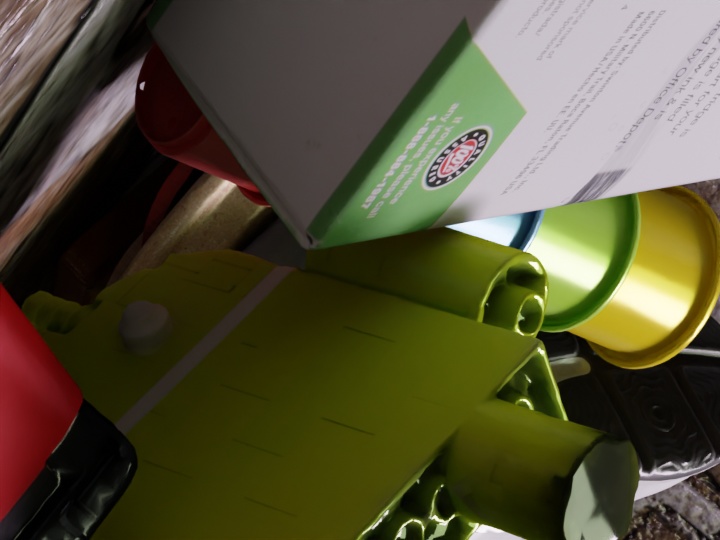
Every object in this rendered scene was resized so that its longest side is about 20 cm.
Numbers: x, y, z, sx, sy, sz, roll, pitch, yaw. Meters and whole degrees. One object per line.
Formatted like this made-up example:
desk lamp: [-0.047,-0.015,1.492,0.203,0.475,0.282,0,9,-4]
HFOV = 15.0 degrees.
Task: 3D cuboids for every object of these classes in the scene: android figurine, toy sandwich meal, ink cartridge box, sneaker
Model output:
android figurine: [-0.033,0.049,0.693,0.182,0.199,0.041,-43,132,-29]
toy sandwich meal: [-0.046,-0.024,0.925,0.205,0.070,0.205,-45,168,-12]
ink cartridge box: [0.065,-0.092,0.722,0.199,0.084,0.146,-11,146,-50]
sneaker: [0.032,0.067,0.896,0.200,0.076,0.115,-11,154,-37]

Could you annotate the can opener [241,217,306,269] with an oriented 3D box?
can opener: [0.000,0.000,0.854,0.200,0.067,0.053,-38,167,-21]

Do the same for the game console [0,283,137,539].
game console: [-0.157,0.078,0.605,0.200,0.119,0.172,-51,-150,-14]

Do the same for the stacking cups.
stacking cups: [0.021,-0.028,0.795,0.060,0.199,0.061,-24,-125,40]
